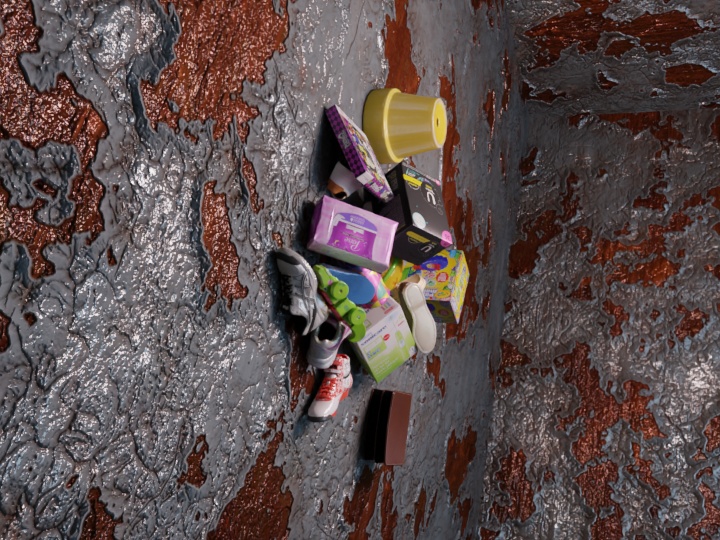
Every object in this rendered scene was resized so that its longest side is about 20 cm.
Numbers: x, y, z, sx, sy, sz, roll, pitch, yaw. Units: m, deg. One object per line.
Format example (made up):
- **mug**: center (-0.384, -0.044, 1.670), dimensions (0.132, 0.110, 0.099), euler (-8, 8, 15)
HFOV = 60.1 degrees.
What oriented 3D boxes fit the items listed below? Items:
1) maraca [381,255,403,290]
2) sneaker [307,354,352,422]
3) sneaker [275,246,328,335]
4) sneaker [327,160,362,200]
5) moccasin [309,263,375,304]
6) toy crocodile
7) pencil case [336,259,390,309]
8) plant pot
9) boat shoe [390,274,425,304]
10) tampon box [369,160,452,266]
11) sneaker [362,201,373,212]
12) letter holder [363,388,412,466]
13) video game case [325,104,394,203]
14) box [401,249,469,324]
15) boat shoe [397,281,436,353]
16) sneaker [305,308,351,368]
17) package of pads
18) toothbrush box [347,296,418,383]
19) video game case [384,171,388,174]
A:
- **maraca**: center (0.067, -0.015, 1.663), dimensions (0.107, 0.137, 0.201), euler (40, 65, -18)
- **sneaker**: center (-0.075, 0.268, 1.459), dimensions (0.201, 0.066, 0.109), euler (-34, 122, -65)
- **sneaker**: center (-0.134, 0.049, 1.296), dimensions (0.088, 0.075, 0.201), euler (-42, 122, -30)
- **sneaker**: center (-0.037, -0.217, 1.517), dimensions (0.085, 0.073, 0.200), euler (-56, 169, 13)
- **moccasin**: center (-0.046, 0.017, 1.427), dimensions (0.199, 0.068, 0.081), euler (28, 95, -42)
- **toy crocodile**: center (-0.046, 0.070, 1.350), dimensions (0.062, 0.067, 0.201), euler (-39, 120, -12)
- **pencil case**: center (0.000, 0.000, 1.520), dimensions (0.201, 0.088, 0.089), euler (62, 35, -22)
- **plant pot**: center (0.129, -0.397, 1.698), dimensions (0.200, 0.187, 0.203), euler (2, 90, -66)
- **boat shoe**: center (0.091, 0.069, 1.707), dimensions (0.199, 0.074, 0.070), euler (-37, 124, -10)
- **tampon box**: center (0.126, -0.143, 1.583), dimensions (0.149, 0.126, 0.202), euler (20, 50, -38)
- **sneaker**: center (0.013, -0.095, 1.616), dimensions (0.077, 0.080, 0.202), euler (68, 14, -52)
- **letter holder**: center (0.065, 0.437, 1.747), dimensions (0.142, 0.100, 0.202), euler (30, 65, -61)
- **video game case**: center (0.000, -0.276, 1.489), dimensions (0.181, 0.036, 0.202), euler (28, 36, -62)
- **box**: center (0.213, 0.046, 1.912), dimensions (0.122, 0.198, 0.194), euler (64, 36, -46)
- **boat shoe**: center (0.149, 0.125, 1.674), dimensions (0.071, 0.059, 0.202), euler (-24, 107, -20)
- **sneaker**: center (-0.060, 0.124, 1.428), dimensions (0.089, 0.080, 0.201), euler (101, 9, -51)
- **package of pads**: center (-0.018, -0.078, 1.413), dimensions (0.198, 0.076, 0.122), euler (18, 71, -19)
- **toothbrush box**: center (0.051, 0.175, 1.627), dimensions (0.145, 0.086, 0.201), euler (-36, 134, -13)
- **video game case**: center (0.103, -0.193, 1.749), dimensions (0.182, 0.025, 0.200), euler (60, 27, 3)
